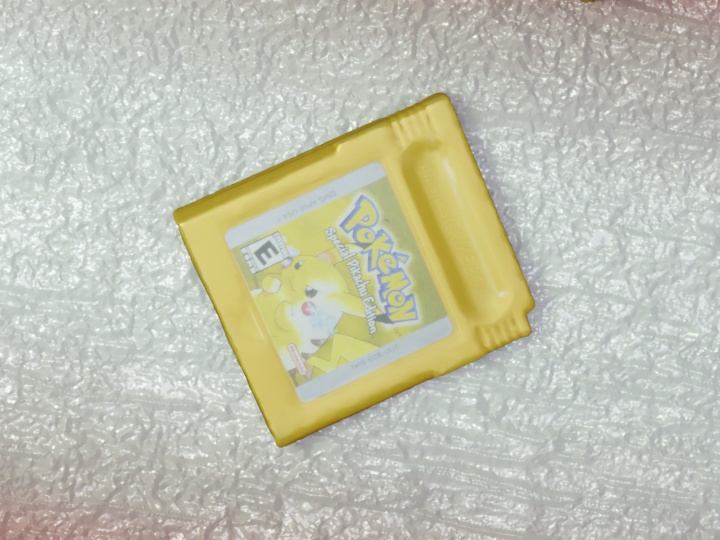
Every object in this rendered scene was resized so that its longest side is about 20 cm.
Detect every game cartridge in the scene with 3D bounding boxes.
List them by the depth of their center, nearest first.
[{"bbox_3d":[0.000,0.000,1.535,0.200,0.032,0.176,-25,102,-2],"label":"game cartridge"}]

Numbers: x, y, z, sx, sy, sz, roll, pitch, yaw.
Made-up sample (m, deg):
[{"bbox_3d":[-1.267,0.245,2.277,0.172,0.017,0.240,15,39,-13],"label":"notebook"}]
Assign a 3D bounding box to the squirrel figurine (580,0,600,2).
[{"bbox_3d":[0.178,-0.275,1.477,0.187,0.142,0.200,-31,121,-14],"label":"squirrel figurine"}]
